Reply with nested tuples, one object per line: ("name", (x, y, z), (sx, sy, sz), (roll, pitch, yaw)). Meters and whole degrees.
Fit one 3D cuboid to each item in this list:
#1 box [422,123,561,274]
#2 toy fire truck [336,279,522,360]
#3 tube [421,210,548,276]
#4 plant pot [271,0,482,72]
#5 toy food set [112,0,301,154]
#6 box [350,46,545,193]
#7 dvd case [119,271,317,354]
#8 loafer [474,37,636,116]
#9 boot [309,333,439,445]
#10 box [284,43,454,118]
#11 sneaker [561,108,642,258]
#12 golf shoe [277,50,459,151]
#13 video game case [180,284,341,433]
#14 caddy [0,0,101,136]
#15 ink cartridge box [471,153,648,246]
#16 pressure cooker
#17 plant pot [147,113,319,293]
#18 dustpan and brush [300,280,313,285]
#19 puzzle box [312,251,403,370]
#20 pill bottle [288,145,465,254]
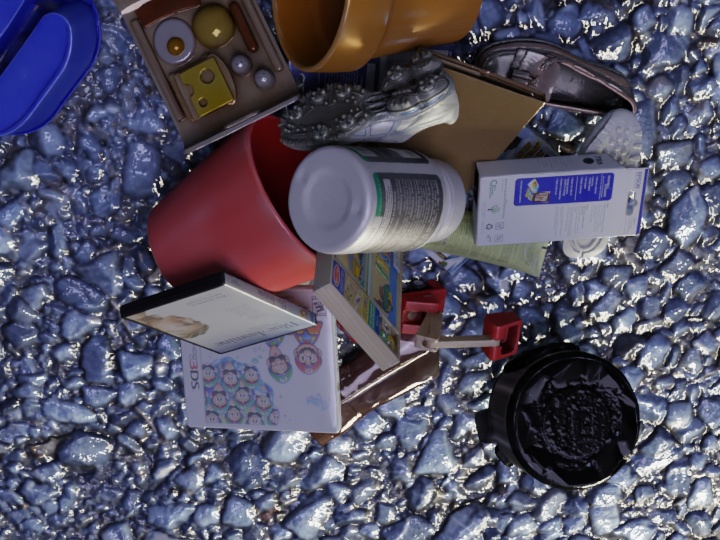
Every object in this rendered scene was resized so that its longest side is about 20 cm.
("box", (0.131, -0.108, 1.768), (0.137, 0.040, 0.200), (38, 106, -27))
("toy fire truck", (0.081, 0.066, 1.789), (0.198, 0.141, 0.049), (-8, 120, -26))
("tube", (0.138, -0.042, 1.758), (0.198, 0.052, 0.058), (8, 147, -19))
("plant pot", (0.026, -0.311, 1.564), (0.182, 0.200, 0.202), (-2, 120, -27))
("toy food set", (-0.170, -0.246, 1.588), (0.143, 0.060, 0.201), (-26, 90, 4))
("box", (0.088, -0.156, 1.644), (0.162, 0.021, 0.200), (15, 139, -24))
("dvd case", (-0.159, 0.052, 1.665), (0.142, 0.018, 0.200), (-18, 157, 25))
("loafer", (0.234, -0.222, 1.712), (0.198, 0.063, 0.072), (11, 117, -16))
("boot", (-0.010, 0.108, 1.849), (0.199, 0.064, 0.187), (-31, 123, 6))
("box", (0.006, -0.205, 1.672), (0.198, 0.032, 0.122), (-1, 108, -21))
("sneaker", (0.276, -0.114, 1.754), (0.076, 0.081, 0.201), (9, 125, -14))
("golf shoe", (0.013, -0.157, 1.563), (0.198, 0.079, 0.097), (-14, 146, 18))
("video game case", (-0.124, 0.106, 1.783), (0.198, 0.024, 0.184), (1, 105, 14))
("caddy", (-0.369, -0.236, 1.572), (0.141, 0.105, 0.200), (41, 106, -3))
("ink cartridge box", (0.230, -0.083, 1.696), (0.198, 0.039, 0.100), (-2, 127, -5))
("pressure cooker", (0.251, 0.185, 1.868), (0.175, 0.200, 0.179), (32, 87, -4))
("plant pot", (-0.133, -0.054, 1.668), (0.176, 0.201, 0.201), (-28, 121, 23))
("dustpan and brush", (-0.060, -0.013, 1.772), (0.139, 0.057, 0.200), (30, 109, -23))
("puzzle box", (0.000, 0.000, 1.630), (0.025, 0.201, 0.133), (-28, 122, 23))
("pill bottle", (0.023, -0.076, 1.579), (0.199, 0.113, 0.114), (-3, 127, -53))
